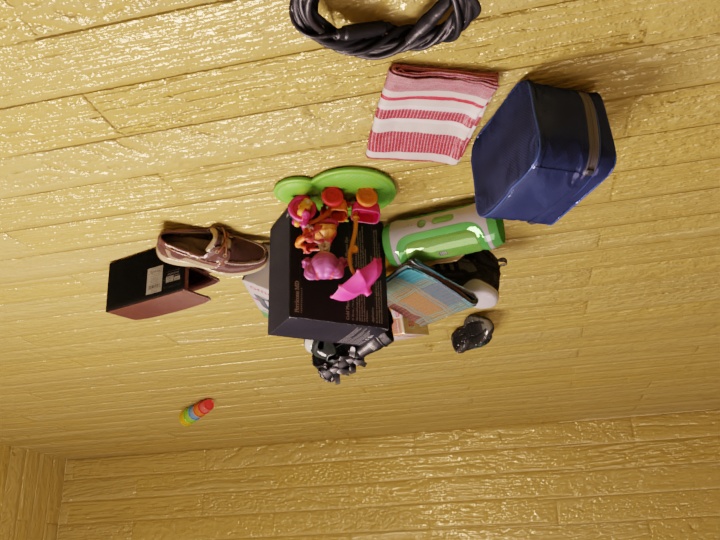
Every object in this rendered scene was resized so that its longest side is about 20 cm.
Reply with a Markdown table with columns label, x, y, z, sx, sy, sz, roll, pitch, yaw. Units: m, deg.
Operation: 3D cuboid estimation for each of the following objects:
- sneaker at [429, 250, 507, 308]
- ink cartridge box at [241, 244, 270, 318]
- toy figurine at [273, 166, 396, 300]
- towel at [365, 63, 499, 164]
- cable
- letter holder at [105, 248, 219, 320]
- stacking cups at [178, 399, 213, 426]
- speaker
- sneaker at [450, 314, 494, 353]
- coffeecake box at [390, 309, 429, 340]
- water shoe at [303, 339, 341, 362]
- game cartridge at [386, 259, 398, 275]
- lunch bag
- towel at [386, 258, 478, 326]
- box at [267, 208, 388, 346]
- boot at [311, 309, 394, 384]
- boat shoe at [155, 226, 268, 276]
| label | x | y | z | sx | sy | sz | roll | pitch | yaw |
| --- | --- | --- | --- | --- | --- | --- | --- | --- | --- |
| sneaker | 0.178 | -0.001 | 1.344 | 0.198 | 0.114 | 0.076 | 13 | 150 | 26 |
| ink cartridge box | -0.130 | 0.045 | 1.376 | 0.144 | 0.088 | 0.200 | 20 | 158 | 12 |
| toy figurine | -0.039 | -0.045 | 1.108 | 0.198 | 0.186 | 0.150 | 2 | 157 | -8 |
| towel | 0.089 | -0.202 | 0.959 | 0.143 | 0.023 | 0.200 | 2 | 157 | -8 |
| cable | 0.024 | -0.283 | 0.744 | 0.198 | 0.051 | 0.163 | -9 | 161 | 9 |
| letter holder | -0.362 | 0.030 | 1.364 | 0.199 | 0.102 | 0.142 | -14 | 156 | 26 |
| stacking cups | -0.570 | 0.492 | 2.473 | 0.060 | 0.061 | 0.200 | 12 | 152 | -30 |
| speaker | 0.141 | -0.061 | 1.212 | 0.198 | 0.089 | 0.088 | -12 | 155 | 21 |
| sneaker | 0.290 | 0.151 | 1.760 | 0.079 | 0.076 | 0.200 | -10 | 166 | -17 |
| coffeecake box | 0.035 | 0.128 | 1.619 | 0.198 | 0.074 | 0.153 | -13 | 169 | 24 |
| water shoe | -0.023 | 0.093 | 1.352 | 0.079 | 0.200 | 0.072 | 30 | 152 | 20 |
| game cartridge | 0.000 | 0.000 | 1.417 | 0.198 | 0.033 | 0.176 | -7 | 157 | 17 |
| lunch bag | 0.242 | -0.146 | 0.955 | 0.131 | 0.137 | 0.200 | 5 | 156 | -16 |
| towel | 0.105 | 0.047 | 1.282 | 0.146 | 0.022 | 0.200 | 30 | 154 | -14 |
| box | -0.057 | 0.012 | 1.218 | 0.181 | 0.202 | 0.104 | 10 | 155 | -26 |
| boot | -0.015 | 0.132 | 1.420 | 0.162 | 0.199 | 0.074 | -34 | 110 | 13 |
| boat shoe | -0.257 | -0.040 | 1.249 | 0.198 | 0.073 | 0.072 | 9 | 155 | -13 |
